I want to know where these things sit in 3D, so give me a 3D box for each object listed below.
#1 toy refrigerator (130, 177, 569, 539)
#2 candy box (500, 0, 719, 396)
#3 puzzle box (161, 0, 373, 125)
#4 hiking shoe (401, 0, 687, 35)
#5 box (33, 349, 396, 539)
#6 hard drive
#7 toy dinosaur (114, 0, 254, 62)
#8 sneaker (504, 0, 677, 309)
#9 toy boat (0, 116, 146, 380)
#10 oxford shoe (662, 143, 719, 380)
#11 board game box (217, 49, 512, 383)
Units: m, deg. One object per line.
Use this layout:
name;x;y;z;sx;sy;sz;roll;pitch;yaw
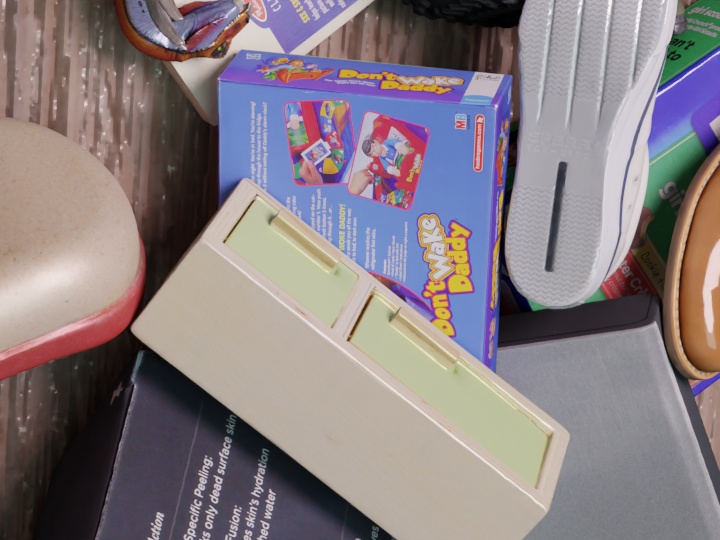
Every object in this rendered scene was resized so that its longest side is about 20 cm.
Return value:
toy refrigerator;-0.001;0.050;1.018;0.200;0.076;0.070;38;118;-4
candy box;0.162;-0.027;1.169;0.200;0.077;0.170;-35;117;-13
puzzle box;-0.074;-0.186;1.041;0.133;0.025;0.201;-39;117;-11
hiking shoe;0.086;-0.172;1.095;0.199;0.075;0.101;5;87;-44
box;-0.056;0.176;1.023;0.199;0.197;0.118;26;133;-15
hard drive;0.117;0.110;1.145;0.139;0.033;0.201;-10;122;23
toy dinosaur;-0.086;-0.189;0.993;0.105;0.200;0.182;-14;146;-35
sneaker;0.110;-0.083;1.055;0.073;0.071;0.201;16;102;16
toy boat;-0.194;0.021;1.006;0.199;0.131;0.131;-22;143;-17
oxford shoe;0.211;-0.035;1.084;0.071;0.071;0.201;38;74;-38
board game box;0.000;0.000;1.063;0.134;0.045;0.201;7;115;11
